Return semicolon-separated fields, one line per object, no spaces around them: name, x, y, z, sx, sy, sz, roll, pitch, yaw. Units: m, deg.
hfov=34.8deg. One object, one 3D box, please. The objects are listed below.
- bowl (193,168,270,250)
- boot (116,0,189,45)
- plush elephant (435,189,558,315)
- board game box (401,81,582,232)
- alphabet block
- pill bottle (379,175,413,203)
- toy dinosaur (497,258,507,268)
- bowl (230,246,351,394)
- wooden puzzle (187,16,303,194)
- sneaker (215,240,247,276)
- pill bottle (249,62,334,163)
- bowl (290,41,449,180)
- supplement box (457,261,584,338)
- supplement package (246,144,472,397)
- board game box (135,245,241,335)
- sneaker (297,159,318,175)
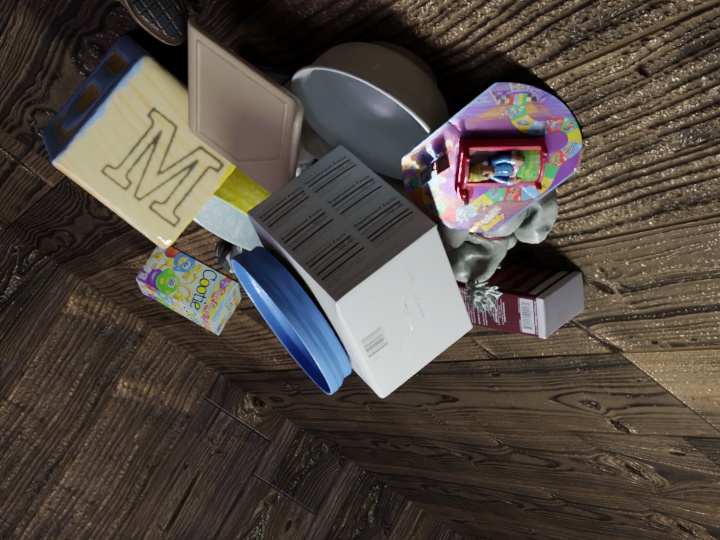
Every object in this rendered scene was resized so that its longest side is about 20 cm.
bowl;-0.194;-0.125;1.802;0.199;0.108;0.200;26;164;8
boot;-0.291;-0.364;1.418;0.200;0.075;0.097;52;165;-32
plush elephant;0.142;-0.068;1.397;0.164;0.155;0.200;2;-138;-31
board game box;0.147;-0.106;1.246;0.200;0.039;0.158;-37;125;24
alphabet block;-0.302;-0.183;1.608;0.200;0.197;0.195;40;-177;-26
pill bottle;0.009;-0.025;1.613;0.113;0.113;0.201;28;122;7
toy dinosaur;0.098;0.005;1.550;0.181;0.105;0.200;-25;144;12
bowl;-0.080;0.057;1.369;0.201;0.039;0.201;51;169;14
wooden puzzle;-0.138;-0.187;1.382;0.200;0.037;0.185;42;149;20
sneaker;-0.238;-0.032;2.181;0.090;0.067;0.200;25;163;8
pill bottle;-0.103;-0.200;1.468;0.199;0.112;0.112;18;158;32
bowl;0.027;-0.197;1.312;0.200;0.091;0.201;28;162;10
supplement box;0.195;0.034;1.588;0.199;0.109;0.061;10;116;39
supplement package;0.000;0.000;1.354;0.200;0.147;0.192;43;164;42
board game box;-0.374;0.040;2.513;0.199;0.103;0.105;28;162;8
sneaker;-0.060;-0.142;1.632;0.081;0.075;0.200;34;171;-39
